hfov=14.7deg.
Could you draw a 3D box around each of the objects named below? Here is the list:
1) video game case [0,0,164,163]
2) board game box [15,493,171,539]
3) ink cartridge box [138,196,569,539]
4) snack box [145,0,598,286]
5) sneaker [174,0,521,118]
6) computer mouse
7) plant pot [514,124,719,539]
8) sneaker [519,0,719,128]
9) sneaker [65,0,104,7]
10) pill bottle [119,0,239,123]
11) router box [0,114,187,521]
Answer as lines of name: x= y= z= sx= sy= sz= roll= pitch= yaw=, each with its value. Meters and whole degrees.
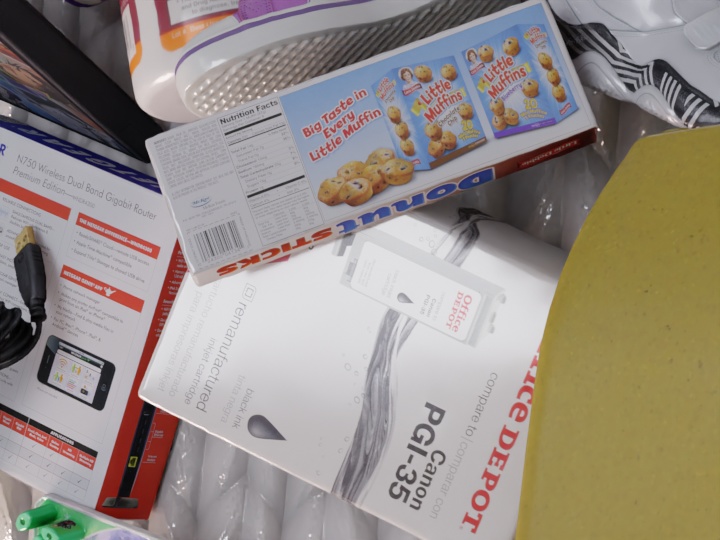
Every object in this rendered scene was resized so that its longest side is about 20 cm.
video game case: x=-0.222 y=-0.137 z=1.519 sx=0.180 sy=0.200 sz=0.026 roll=23 pitch=77 yaw=37
board game box: x=-0.112 y=0.239 z=1.466 sx=0.200 sy=0.026 sz=0.201 roll=17 pitch=109 yaw=37
ink cartridge box: x=0.016 y=0.035 z=1.342 sx=0.200 sy=0.083 sz=0.147 roll=25 pitch=101 yaw=13
snack box: x=0.005 y=-0.060 z=1.293 sx=0.199 sy=0.024 sz=0.072 roll=-20 pitch=71 yaw=-2
sneaker: x=-0.019 y=-0.148 z=1.385 sx=0.114 sy=0.200 sz=0.073 roll=58 pitch=154 yaw=23
computer mouse: x=-0.248 y=-0.009 z=1.532 sx=0.140 sy=0.046 sz=0.200 roll=-23 pitch=47 yaw=4
plant pot: x=0.192 y=0.040 z=1.186 sx=0.194 sy=0.195 sz=0.201 roll=-7 pitch=78 yaw=36
sneaker: x=0.161 y=-0.127 z=1.299 sx=0.200 sy=0.075 sz=0.115 roll=27 pitch=104 yaw=39
sneaker: x=-0.200 y=-0.224 z=1.594 sx=0.200 sy=0.081 sz=0.083 roll=50 pitch=147 yaw=16
pill bottle: x=-0.077 y=-0.188 z=1.464 sx=0.114 sy=0.114 sz=0.201 roll=-19 pitch=74 yaw=34
router box: x=-0.176 y=0.021 z=1.556 sx=0.200 sy=0.049 sz=0.180 roll=23 pitch=99 yaw=37
